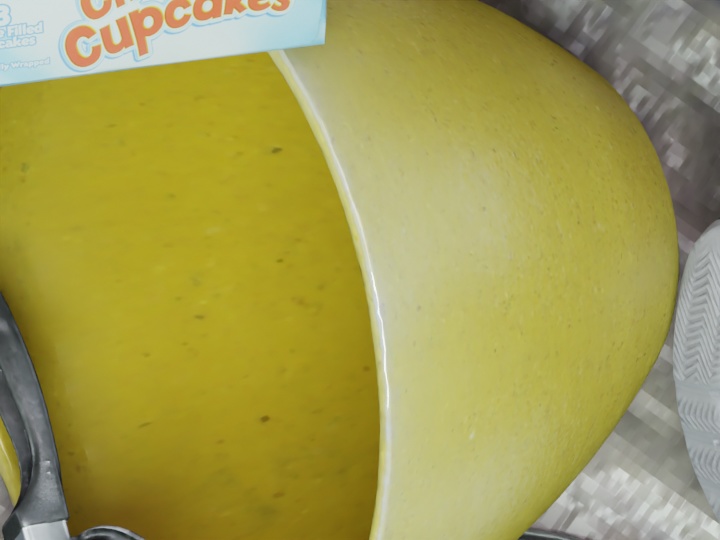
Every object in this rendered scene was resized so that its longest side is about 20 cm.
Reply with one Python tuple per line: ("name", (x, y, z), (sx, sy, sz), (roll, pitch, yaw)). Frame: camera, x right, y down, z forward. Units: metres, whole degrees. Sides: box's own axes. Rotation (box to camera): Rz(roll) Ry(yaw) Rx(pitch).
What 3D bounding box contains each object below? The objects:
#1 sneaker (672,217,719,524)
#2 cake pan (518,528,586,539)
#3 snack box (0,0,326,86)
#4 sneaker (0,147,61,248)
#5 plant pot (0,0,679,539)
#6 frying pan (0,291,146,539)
("sneaker", (0.161, 0.056, 0.771), (0.112, 0.077, 0.201), (-30, 114, -20))
("cake pan", (0.039, 0.166, 0.768), (0.199, 0.037, 0.201), (1, 73, -4))
("snack box", (-0.088, -0.118, 0.679), (0.115, 0.037, 0.200), (-9, 43, -13))
("sneaker", (-0.172, -0.073, 0.795), (0.199, 0.088, 0.076), (33, 72, 4))
("plant pot", (0.000, 0.000, 0.750), (0.141, 0.200, 0.201), (-13, 73, -36))
("frying pan", (-0.067, 0.087, 0.721), (0.031, 0.115, 0.191), (-17, 94, -32))
